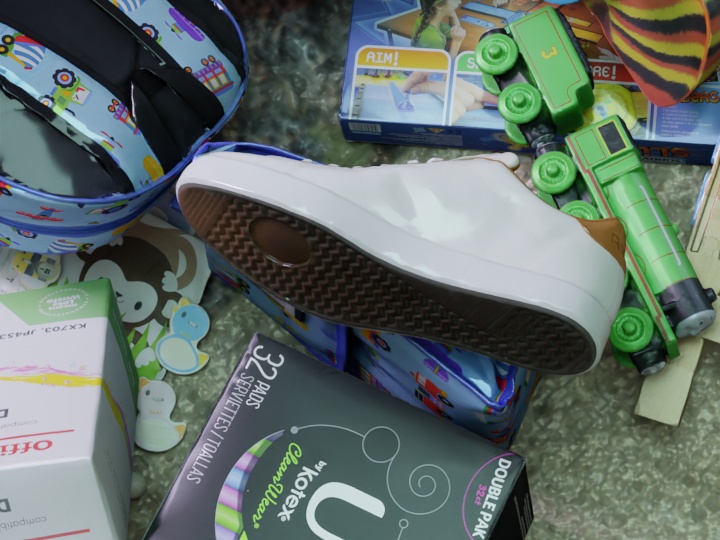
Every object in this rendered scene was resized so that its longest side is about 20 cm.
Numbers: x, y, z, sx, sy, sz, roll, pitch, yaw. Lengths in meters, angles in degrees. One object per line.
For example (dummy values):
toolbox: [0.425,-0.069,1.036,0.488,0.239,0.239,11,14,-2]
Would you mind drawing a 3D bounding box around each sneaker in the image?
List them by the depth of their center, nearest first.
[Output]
sneaker: [0.021,-0.020,1.034,0.200,0.073,0.085,19,55,7]

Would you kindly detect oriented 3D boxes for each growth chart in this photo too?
growth chart: [-0.143,0.011,1.224,0.145,0.018,0.200,12,75,9]

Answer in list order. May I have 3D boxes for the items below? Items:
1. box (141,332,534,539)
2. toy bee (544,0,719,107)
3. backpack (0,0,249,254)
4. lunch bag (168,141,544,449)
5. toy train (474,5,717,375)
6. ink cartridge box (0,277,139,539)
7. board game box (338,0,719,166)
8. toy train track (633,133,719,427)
box: [-0.026,0.160,1.107,0.148,0.124,0.200,24,75,13]
toy bee: [0.119,-0.180,1.147,0.200,0.109,0.131,34,41,-15]
backpack: [-0.164,-0.092,1.153,0.200,0.135,0.183,32,53,10]
lunch bag: [0.000,0.000,1.133,0.200,0.151,0.094,27,77,10]
toy train: [0.116,-0.042,1.156,0.056,0.042,0.200,-25,69,2]
ink cartridge box: [-0.170,0.088,1.099,0.117,0.067,0.200,-10,31,2]
board game box: [0.095,-0.129,1.231,0.200,0.034,0.135,5,73,7]
toy train track: [0.179,-0.020,1.174,0.115,0.033,0.200,18,89,11]
